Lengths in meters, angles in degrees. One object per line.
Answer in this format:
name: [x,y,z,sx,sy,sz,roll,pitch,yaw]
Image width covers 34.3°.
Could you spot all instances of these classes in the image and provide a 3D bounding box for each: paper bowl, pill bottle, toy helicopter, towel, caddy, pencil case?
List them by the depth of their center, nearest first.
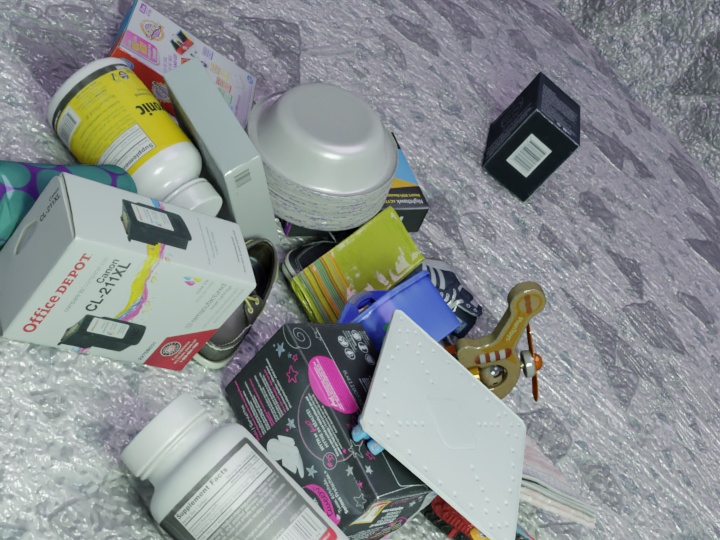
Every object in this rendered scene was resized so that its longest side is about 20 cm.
pill bottle: [-0.112,0.205,1.011,0.200,0.111,0.111,46,28,4]
pencil case: [-0.313,-0.064,1.136,0.199,0.091,0.087,-4,88,-57]
pill bottle: [-0.244,-0.126,1.281,0.201,0.111,0.111,50,29,10]
caddy: [0.025,0.069,1.338,0.105,0.141,0.200,50,28,6]
towel: [0.168,0.217,1.372,0.199,0.032,0.191,27,9,-32]
towel: [0.000,0.000,1.427,0.199,0.018,0.087,-38,101,-39]
toy helicopter: [0.182,0.096,1.442,0.130,0.201,0.079,11,38,-18]
paper bowl: [-0.048,-0.156,1.464,0.198,0.105,0.202,11,45,-11]

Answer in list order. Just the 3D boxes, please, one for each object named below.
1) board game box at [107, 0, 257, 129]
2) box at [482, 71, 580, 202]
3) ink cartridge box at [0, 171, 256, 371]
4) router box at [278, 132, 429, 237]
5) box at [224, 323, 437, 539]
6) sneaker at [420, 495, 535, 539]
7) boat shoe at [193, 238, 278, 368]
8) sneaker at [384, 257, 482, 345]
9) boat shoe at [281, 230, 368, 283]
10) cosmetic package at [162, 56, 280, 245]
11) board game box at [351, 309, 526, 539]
board game box: [-0.234,-0.261,1.547,0.199,0.040,0.154,33,30,-20]
box: [0.313,-0.245,2.121,0.107,0.149,0.201,37,29,-11]
ink cartridge box: [-0.223,0.008,1.094,0.198,0.146,0.084,15,41,-40]
router box: [-0.025,-0.117,1.549,0.197,0.051,0.150,-4,51,-27]
box: [-0.024,0.166,1.172,0.131,0.115,0.201,4,50,-51]
sneaker: [0.154,0.282,1.286,0.200,0.079,0.095,48,27,7]
boat shoe: [-0.138,0.029,1.263,0.071,0.061,0.202,37,29,-12]
sneaker: [0.089,0.041,1.533,0.199,0.070,0.109,1,48,-56]
boat shoe: [-0.028,-0.014,1.464,0.075,0.062,0.199,54,31,16]
cosmetic package: [-0.156,-0.123,1.331,0.152,0.051,0.201,55,-13,23]
board game box: [0.084,0.160,1.174,0.200,0.026,0.201,42,30,-13]
